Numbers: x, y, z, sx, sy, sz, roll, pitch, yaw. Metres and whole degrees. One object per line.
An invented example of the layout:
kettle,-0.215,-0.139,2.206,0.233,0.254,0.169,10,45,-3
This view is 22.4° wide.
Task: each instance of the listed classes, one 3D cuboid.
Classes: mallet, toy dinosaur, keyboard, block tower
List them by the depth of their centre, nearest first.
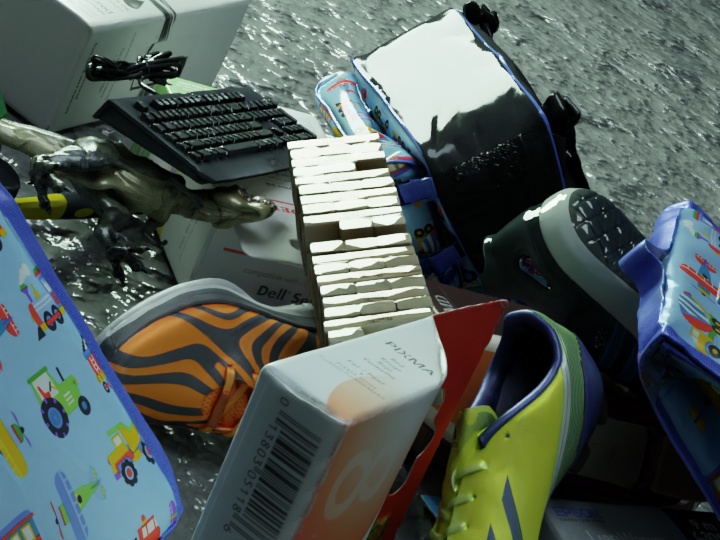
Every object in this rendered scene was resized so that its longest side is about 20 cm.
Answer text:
block tower,0.000,0.000,0.935,0.057,0.054,0.200,-7,33,-3
toy dinosaur,-0.139,-0.047,0.947,0.199,0.048,0.088,26,28,-19
mallet,-0.179,-0.028,1.013,0.041,0.066,0.200,42,12,16
keyboard,-0.096,-0.093,1.041,0.127,0.021,0.200,32,15,11

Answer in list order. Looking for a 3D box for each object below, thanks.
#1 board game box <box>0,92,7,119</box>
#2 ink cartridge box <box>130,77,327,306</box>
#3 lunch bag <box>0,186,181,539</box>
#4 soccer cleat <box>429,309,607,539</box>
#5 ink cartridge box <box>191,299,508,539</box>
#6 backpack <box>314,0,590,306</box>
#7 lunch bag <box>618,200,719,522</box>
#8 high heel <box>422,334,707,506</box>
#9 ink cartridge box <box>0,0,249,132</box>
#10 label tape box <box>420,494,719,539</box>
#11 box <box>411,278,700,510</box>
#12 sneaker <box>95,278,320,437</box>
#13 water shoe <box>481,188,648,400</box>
board game box,-0.269,-0.040,0.780,0.135,0.199,0.029,-48,122,-64
ink cartridge box,-0.059,-0.030,1.096,0.117,0.068,0.200,13,28,-28
lunch bag,-0.157,0.071,0.743,0.200,0.094,0.151,51,27,-2
soccer cleat,0.057,0.109,0.861,0.084,0.064,0.201,50,53,-36
ink cartridge box,0.001,0.103,0.795,0.050,0.163,0.200,35,24,26
backpack,0.073,-0.042,1.161,0.183,0.134,0.201,-120,-174,-54
lunch bag,0.200,0.061,0.930,0.200,0.094,0.151,46,30,-12
high heel,0.094,0.082,0.982,0.199,0.068,0.096,25,-6,-10
ink cartridge box,-0.189,-0.177,1.218,0.146,0.085,0.200,35,26,14
label tape box,0.141,0.166,0.941,0.144,0.063,0.200,10,31,-37
box,0.111,0.074,1.067,0.199,0.075,0.100,13,23,-29
sneaker,-0.041,0.066,0.920,0.199,0.078,0.112,0,37,-47
water shoe,0.139,0.028,1.001,0.200,0.079,0.072,47,35,-34
